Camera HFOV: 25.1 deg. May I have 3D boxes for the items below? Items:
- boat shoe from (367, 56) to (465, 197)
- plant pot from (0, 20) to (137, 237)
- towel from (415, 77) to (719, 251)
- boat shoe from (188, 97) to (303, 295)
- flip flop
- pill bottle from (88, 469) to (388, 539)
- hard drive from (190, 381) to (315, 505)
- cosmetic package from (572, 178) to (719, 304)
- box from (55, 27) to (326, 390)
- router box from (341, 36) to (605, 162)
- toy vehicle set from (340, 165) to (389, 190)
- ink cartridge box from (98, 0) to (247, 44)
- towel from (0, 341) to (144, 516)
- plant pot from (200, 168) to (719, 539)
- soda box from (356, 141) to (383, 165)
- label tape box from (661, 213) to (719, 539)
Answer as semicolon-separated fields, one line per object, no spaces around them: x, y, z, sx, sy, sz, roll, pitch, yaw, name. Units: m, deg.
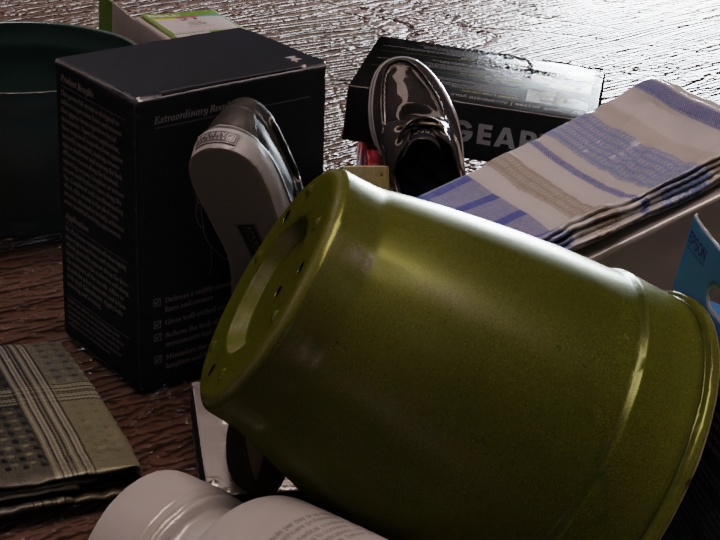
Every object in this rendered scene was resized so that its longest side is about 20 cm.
0.046;-0.079;1.199;0.069;0.066;0.201;-7;69;-1;boat shoe
-0.272;-0.108;1.289;0.199;0.135;0.201;2;24;-1;plant pot
0.148;-0.065;1.041;0.199;0.024;0.147;-26;29;-14;towel
-0.053;-0.019;1.024;0.068;0.201;0.057;2;44;20;boat shoe
-0.039;0.061;0.924;0.057;0.082;0.200;15;18;-4;flip flop
-0.027;0.164;0.716;0.199;0.115;0.114;19;29;34;pill bottle
0.003;0.105;0.953;0.199;0.038;0.140;-2;24;-8;hard drive
0.181;0.003;1.043;0.199;0.113;0.081;-23;30;-12;cosmetic package
-0.113;-0.045;1.079;0.148;0.201;0.107;-15;29;-36;box
0.096;-0.137;1.325;0.199;0.051;0.149;9;25;8;router box
0.000;0.000;0.999;0.026;0.125;0.200;-1;2;-2;toy vehicle set
-0.158;-0.150;1.376;0.075;0.149;0.200;-9;26;-26;ink cartridge box
-0.245;0.099;0.960;0.191;0.035;0.200;-5;22;-24;towel
0.034;0.052;0.779;0.192;0.201;0.201;31;19;-15;plant pot
0.031;-0.082;1.338;0.063;0.070;0.200;4;23;-3;soda box
0.197;0.091;0.798;0.066;0.201;0.143;1;23;-10;label tape box
